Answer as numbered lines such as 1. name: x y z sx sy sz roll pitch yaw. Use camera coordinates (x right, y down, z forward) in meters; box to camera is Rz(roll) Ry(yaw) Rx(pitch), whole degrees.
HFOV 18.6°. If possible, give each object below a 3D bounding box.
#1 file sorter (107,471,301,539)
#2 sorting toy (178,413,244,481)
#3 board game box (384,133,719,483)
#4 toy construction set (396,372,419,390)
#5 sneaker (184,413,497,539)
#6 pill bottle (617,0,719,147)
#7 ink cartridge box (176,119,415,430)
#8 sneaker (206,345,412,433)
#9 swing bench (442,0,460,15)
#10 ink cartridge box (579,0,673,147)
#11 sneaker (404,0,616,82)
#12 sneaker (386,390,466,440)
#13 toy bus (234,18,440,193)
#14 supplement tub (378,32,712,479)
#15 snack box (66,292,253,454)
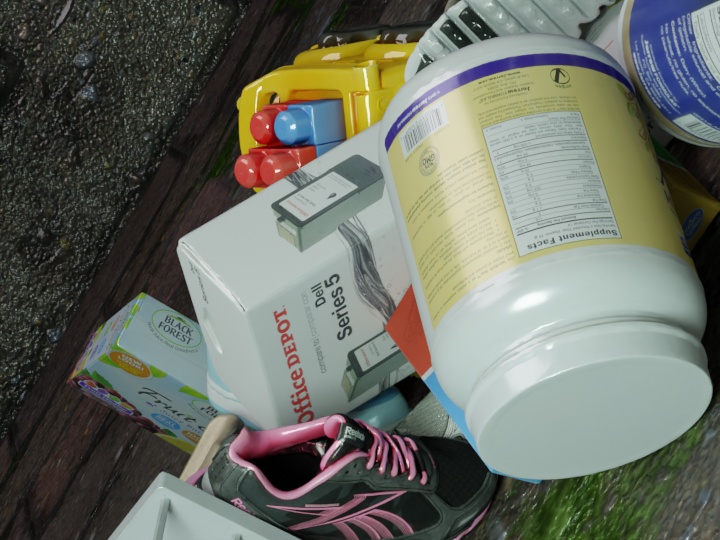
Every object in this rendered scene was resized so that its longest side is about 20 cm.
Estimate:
1. file sorter: -0.067 0.237 1.237 0.139 0.200 0.125 -51 18 33
2. sorting toy: -0.120 0.188 1.411 0.185 0.036 0.200 -62 4 2
3. board game box: 0.107 0.000 1.286 0.200 0.040 0.153 -60 38 18
4. toy construction set: 0.031 0.038 1.557 0.200 0.092 0.131 131 139 -65
5. sneaker: -0.003 0.119 1.282 0.095 0.200 0.079 113 144 -44
6. pill bottle: 0.223 -0.133 1.127 0.116 0.116 0.200 -64 15 -14
7. ink cartridge box: 0.000 0.000 1.385 0.200 0.146 0.084 -32 50 -16
8. sneaker: -0.045 0.048 1.490 0.080 0.131 0.200 -25 26 -36
9. swing bench: 0.094 -0.183 1.692 0.200 0.130 0.199 -32 30 53
10. ink cartridge box: 0.160 -0.114 1.416 0.117 0.067 0.200 -50 16 29
11. sneaker: 0.115 -0.172 1.411 0.200 0.075 0.081 -37 10 16
12. sneaker: 0.001 0.149 1.380 0.200 0.082 0.078 -50 30 4
13. toy bus: -0.017 -0.094 1.515 0.200 0.192 0.136 6 107 52
14. supplement tub: 0.097 -0.008 1.146 0.145 0.145 0.200 -48 46 43
15. snack box: -0.112 0.101 1.679 0.142 0.200 0.053 -35 27 62
